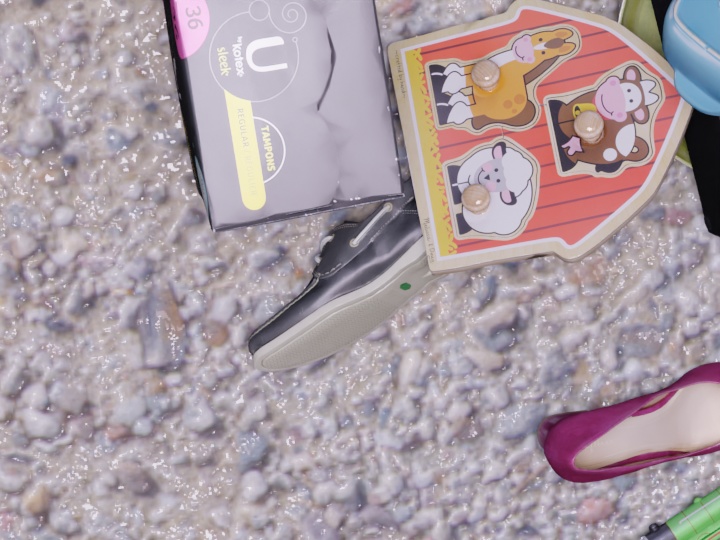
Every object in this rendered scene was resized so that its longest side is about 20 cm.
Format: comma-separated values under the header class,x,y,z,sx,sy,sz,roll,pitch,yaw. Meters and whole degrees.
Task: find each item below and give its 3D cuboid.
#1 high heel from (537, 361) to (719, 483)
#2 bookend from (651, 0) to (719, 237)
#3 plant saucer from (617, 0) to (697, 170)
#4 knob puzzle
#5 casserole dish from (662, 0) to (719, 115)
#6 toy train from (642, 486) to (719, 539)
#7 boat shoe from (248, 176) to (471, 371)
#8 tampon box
class,x,y,z,sx,sy,sz,roll,pitch,yaw
high heel,0.228,0.111,1.383,0.199,0.096,0.068,-5,99,-6
bookend,0.322,-0.143,1.330,0.199,0.092,0.199,-18,101,-6
plant saucer,0.277,-0.165,1.383,0.199,0.031,0.201,-1,98,-6
knob puzzle,0.128,-0.102,1.312,0.219,0.030,0.220,-4,69,10
casserole dish,0.274,-0.182,1.212,0.200,0.121,0.039,-44,145,-1
toy train,0.296,0.171,1.431,0.200,0.042,0.056,-33,91,-1
boat shoe,0.000,0.000,1.366,0.200,0.072,0.068,-38,64,6
tampon box,-0.055,-0.118,1.264,0.126,0.200,0.150,-10,99,-5
